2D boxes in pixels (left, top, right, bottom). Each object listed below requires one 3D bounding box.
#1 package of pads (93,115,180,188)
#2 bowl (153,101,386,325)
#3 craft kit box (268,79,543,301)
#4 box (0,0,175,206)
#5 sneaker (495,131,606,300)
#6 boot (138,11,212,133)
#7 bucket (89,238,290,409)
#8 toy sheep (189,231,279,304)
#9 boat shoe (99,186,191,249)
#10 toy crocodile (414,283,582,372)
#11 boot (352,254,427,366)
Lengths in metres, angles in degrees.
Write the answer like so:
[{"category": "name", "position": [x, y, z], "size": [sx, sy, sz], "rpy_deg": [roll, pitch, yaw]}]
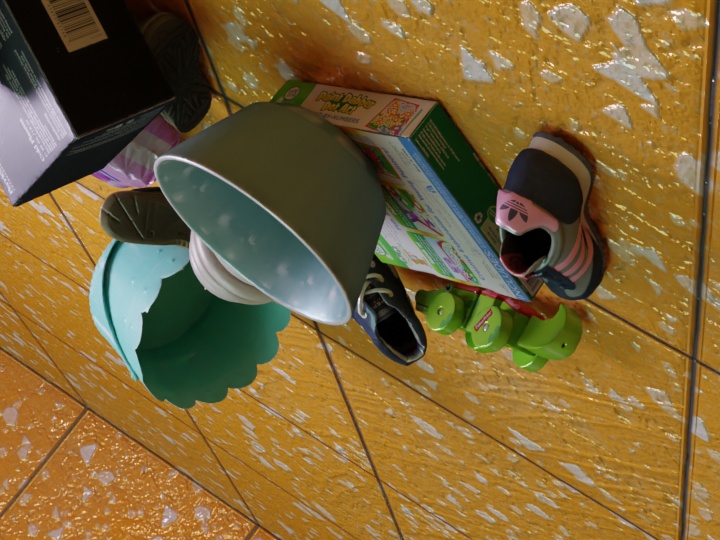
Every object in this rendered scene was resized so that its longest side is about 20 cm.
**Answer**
[{"category": "package of pads", "position": [-0.260, -0.139, 1.629], "size": [0.120, 0.076, 0.200], "rpy_deg": [34, 174, -15]}, {"category": "bowl", "position": [-0.058, -0.060, 1.300], "size": [0.200, 0.105, 0.201], "rpy_deg": [34, 162, 12]}, {"category": "craft kit box", "position": [0.038, -0.067, 1.334], "size": [0.197, 0.049, 0.200], "rpy_deg": [13, 150, 48]}, {"category": "box", "position": [-0.277, -0.186, 1.386], "size": [0.182, 0.104, 0.201], "rpy_deg": [-29, 89, 56]}, {"category": "sneaker", "position": [0.133, -0.019, 1.200], "size": [0.070, 0.082, 0.200], "rpy_deg": [28, 160, 28]}, {"category": "boot", "position": [-0.235, -0.220, 1.468], "size": [0.200, 0.073, 0.182], "rpy_deg": [40, 162, 17]}, {"category": "bucket", "position": [-0.195, 0.036, 1.800], "size": [0.135, 0.207, 0.207], "rpy_deg": [32, 163, 44]}, {"category": "toy sheep", "position": [-0.096, -0.031, 1.557], "size": [0.138, 0.138, 0.200], "rpy_deg": [39, 141, -4]}, {"category": "boat shoe", "position": [-0.171, -0.053, 1.675], "size": [0.200, 0.072, 0.066], "rpy_deg": [9, -161, -12]}, {"category": "toy crocodile", "position": [0.117, 0.043, 1.431], "size": [0.067, 0.062, 0.200], "rpy_deg": [26, 176, -31]}, {"category": "boot", "position": [0.000, 0.000, 1.479], "size": [0.200, 0.073, 0.090], "rpy_deg": [50, -175, -38]}]
